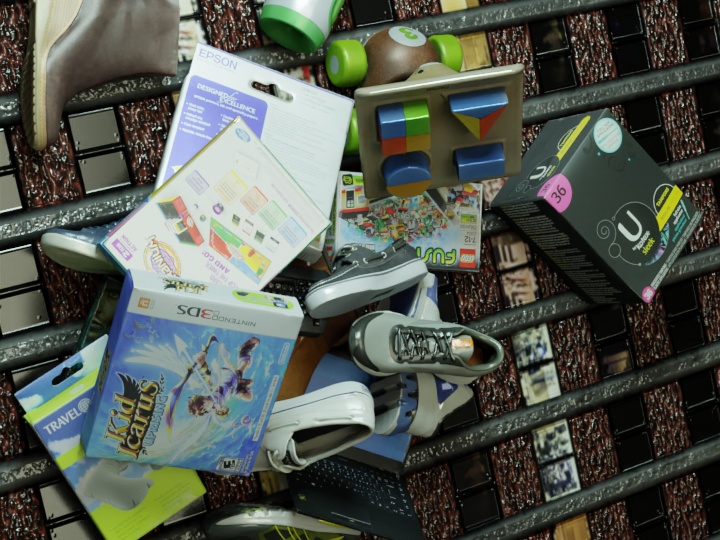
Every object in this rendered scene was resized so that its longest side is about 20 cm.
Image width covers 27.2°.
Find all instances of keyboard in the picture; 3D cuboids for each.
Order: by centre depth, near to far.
[{"bbox_3d":[-0.117,0.038,1.610,0.199,0.040,0.105,8,84,-26],"label":"keyboard"}]

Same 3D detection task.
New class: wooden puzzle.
[{"bbox_3d":[0.091,-0.142,1.651,0.184,0.200,0.047,-9,57,-2],"label":"wooden puzzle"}]

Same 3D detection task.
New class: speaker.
[{"bbox_3d":[-0.041,-0.353,1.712,0.088,0.088,0.201,32,74,-23],"label":"speaker"}]

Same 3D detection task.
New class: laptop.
[{"bbox_3d":[0.005,0.199,1.710,0.177,0.200,0.104,21,116,-25],"label":"laptop"}]

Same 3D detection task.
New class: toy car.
[{"bbox_3d":[0.079,-0.210,1.707,0.163,0.200,0.159,-7,92,-28],"label":"toy car"}]

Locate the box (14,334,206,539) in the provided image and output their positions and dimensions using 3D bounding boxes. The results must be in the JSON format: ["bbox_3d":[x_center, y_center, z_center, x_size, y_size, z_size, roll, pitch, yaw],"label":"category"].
[{"bbox_3d":[-0.263,0.184,1.579,0.122,0.048,0.201,-34,112,-14],"label":"box"}]

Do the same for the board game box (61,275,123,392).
[{"bbox_3d":[-0.216,0.105,1.638,0.199,0.028,0.136,24,78,-26],"label":"board game box"}]

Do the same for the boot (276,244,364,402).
[{"bbox_3d":[-0.104,0.049,1.673,0.188,0.068,0.200,47,64,-25],"label":"boot"}]

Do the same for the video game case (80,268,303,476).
[{"bbox_3d":[-0.173,0.108,1.519,0.180,0.045,0.201,11,113,-21],"label":"video game case"}]

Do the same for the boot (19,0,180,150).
[{"bbox_3d":[-0.274,-0.220,1.592,0.165,0.072,0.201,6,82,-26],"label":"boot"}]

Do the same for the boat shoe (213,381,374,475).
[{"bbox_3d":[-0.076,0.187,1.618,0.199,0.066,0.072,-18,130,5],"label":"boat shoe"}]

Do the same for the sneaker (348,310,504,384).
[{"bbox_3d":[0.074,0.082,1.666,0.199,0.079,0.074,9,75,-33],"label":"sneaker"}]

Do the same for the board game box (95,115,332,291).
[{"bbox_3d":[-0.152,-0.039,1.561,0.200,0.040,0.153,-43,101,-13],"label":"board game box"}]

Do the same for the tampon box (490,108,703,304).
[{"bbox_3d":[0.295,-0.076,1.859,0.200,0.126,0.150,43,70,-20],"label":"tampon box"}]

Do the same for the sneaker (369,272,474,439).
[{"bbox_3d":[0.075,0.113,1.760,0.115,0.080,0.201,23,64,-33],"label":"sneaker"}]

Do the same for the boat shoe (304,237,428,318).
[{"bbox_3d":[0.000,0.000,1.661,0.200,0.070,0.066,-18,75,-47],"label":"boat shoe"}]

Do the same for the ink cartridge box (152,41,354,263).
[{"bbox_3d":[-0.117,-0.131,1.650,0.197,0.043,0.201,20,64,-15],"label":"ink cartridge box"}]

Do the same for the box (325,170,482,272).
[{"bbox_3d":[0.052,-0.057,1.782,0.199,0.035,0.111,3,88,-28],"label":"box"}]

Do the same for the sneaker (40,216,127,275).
[{"bbox_3d":[-0.248,-0.039,1.607,0.199,0.075,0.085,10,77,-33],"label":"sneaker"}]

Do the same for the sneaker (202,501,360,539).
[{"bbox_3d":[-0.084,0.308,1.677,0.199,0.074,0.085,8,85,-28],"label":"sneaker"}]
